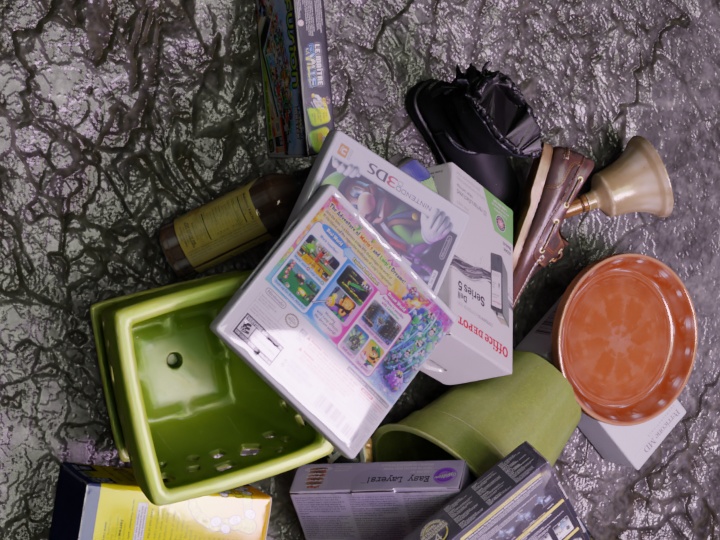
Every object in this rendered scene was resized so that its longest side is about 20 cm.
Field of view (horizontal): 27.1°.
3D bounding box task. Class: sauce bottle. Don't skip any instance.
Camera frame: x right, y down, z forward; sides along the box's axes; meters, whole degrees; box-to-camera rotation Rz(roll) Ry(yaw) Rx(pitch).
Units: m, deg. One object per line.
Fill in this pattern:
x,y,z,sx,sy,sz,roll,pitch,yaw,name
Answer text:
-0.109,-0.059,1.542,0.200,0.065,0.065,-24,106,7,sauce bottle

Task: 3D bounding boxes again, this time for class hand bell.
0.256,-0.075,1.760,0.200,0.104,0.104,-22,103,-10,hand bell

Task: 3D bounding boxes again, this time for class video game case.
0.003,-0.009,1.476,0.182,0.023,0.200,31,76,-28,video game case
-0.022,0.050,1.437,0.200,0.024,0.182,46,70,-23,video game case

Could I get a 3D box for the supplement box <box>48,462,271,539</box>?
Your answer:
-0.208,0.268,1.539,0.200,0.109,0.110,9,90,-26,supplement box

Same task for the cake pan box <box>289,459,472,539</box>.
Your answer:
0.041,0.285,1.597,0.052,0.199,0.184,-72,150,-49,cake pan box

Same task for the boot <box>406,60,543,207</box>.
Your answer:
0.145,-0.142,1.647,0.073,0.162,0.198,-45,112,-18,boot

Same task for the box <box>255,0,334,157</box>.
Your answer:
-0.070,-0.220,1.567,0.035,0.110,0.201,-8,97,-24,box

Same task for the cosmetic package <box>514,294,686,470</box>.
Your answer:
0.288,0.132,1.787,0.101,0.071,0.200,-47,112,-16,cosmetic package

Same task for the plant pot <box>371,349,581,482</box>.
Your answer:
0.147,0.190,1.674,0.190,0.200,0.200,-43,110,-28,plant pot

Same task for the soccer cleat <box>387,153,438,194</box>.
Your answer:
-0.003,-0.036,1.553,0.200,0.065,0.084,-40,87,1,soccer cleat

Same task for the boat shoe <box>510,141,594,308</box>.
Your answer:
0.206,-0.043,1.698,0.070,0.070,0.200,19,104,-7,boat shoe

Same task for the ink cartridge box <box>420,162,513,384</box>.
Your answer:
0.099,0.007,1.615,0.145,0.084,0.201,32,53,-51,ink cartridge box

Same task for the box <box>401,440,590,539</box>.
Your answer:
0.133,0.294,1.531,0.200,0.049,0.161,-38,130,-8,box

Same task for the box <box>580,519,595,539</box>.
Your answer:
0.217,0.333,1.714,0.038,0.200,0.137,-27,111,24,box

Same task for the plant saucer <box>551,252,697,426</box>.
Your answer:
0.305,0.080,1.734,0.200,0.032,0.201,-1,92,-26,plant saucer

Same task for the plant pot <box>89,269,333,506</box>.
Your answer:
-0.163,0.104,1.508,0.199,0.181,0.201,-14,100,-23,plant pot

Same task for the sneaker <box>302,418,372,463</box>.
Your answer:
-0.034,0.171,1.646,0.087,0.076,0.201,-2,90,-11,sneaker
